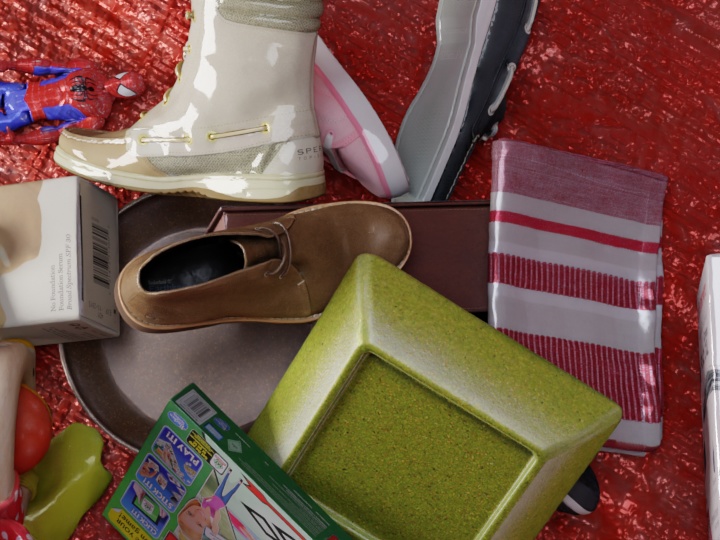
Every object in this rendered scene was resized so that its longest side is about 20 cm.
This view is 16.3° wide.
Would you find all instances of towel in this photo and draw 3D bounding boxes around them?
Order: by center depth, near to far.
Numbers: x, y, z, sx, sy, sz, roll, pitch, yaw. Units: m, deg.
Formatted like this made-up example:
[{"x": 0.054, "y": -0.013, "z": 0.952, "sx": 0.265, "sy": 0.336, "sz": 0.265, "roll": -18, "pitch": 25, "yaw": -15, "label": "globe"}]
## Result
[{"x": 0.147, "y": 0.019, "z": 1.695, "sx": 0.144, "sy": 0.023, "sz": 0.201, "roll": 10, "pitch": 76, "yaw": -31, "label": "towel"}]

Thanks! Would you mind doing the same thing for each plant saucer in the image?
[{"x": 0.036, "y": 0.118, "z": 1.634, "sx": 0.200, "sy": 0.048, "sz": 0.200, "roll": 32, "pitch": 123, "yaw": 0, "label": "plant saucer"}, {"x": -0.108, "y": 0.039, "z": 1.745, "sx": 0.200, "sy": 0.037, "sz": 0.201, "roll": -1, "pitch": 77, "yaw": 5, "label": "plant saucer"}]

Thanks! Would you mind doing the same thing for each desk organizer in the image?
[{"x": 0.000, "y": 0.000, "z": 1.696, "sx": 0.199, "sy": 0.072, "sz": 0.077, "roll": -2, "pitch": 76, "yaw": -13, "label": "desk organizer"}]

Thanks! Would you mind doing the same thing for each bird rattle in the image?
[{"x": -0.241, "y": 0.130, "z": 1.652, "sx": 0.112, "sy": 0.200, "sz": 0.164, "roll": 2, "pitch": 102, "yaw": 9, "label": "bird rattle"}]

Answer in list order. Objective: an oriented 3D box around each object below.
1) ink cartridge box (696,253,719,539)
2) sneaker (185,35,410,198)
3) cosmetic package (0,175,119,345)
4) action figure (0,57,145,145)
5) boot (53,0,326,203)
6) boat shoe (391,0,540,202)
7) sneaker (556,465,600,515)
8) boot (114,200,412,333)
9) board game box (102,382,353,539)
[{"x": 0.268, "y": 0.097, "z": 1.646, "sx": 0.084, "sy": 0.145, "sz": 0.201, "roll": -2, "pitch": 77, "yaw": 4, "label": "ink cartridge box"}, {"x": -0.051, "y": -0.108, "z": 1.748, "sx": 0.105, "sy": 0.075, "sz": 0.200, "roll": -33, "pitch": 65, "yaw": -4, "label": "sneaker"}, {"x": -0.269, "y": 0.001, "z": 1.725, "sx": 0.199, "sy": 0.071, "sz": 0.106, "roll": -8, "pitch": 76, "yaw": 17, "label": "cosmetic package"}, {"x": -0.251, "y": -0.116, "z": 1.786, "sx": 0.199, "sy": 0.052, "sz": 0.066, "roll": -10, "pitch": 73, "yaw": 0, "label": "action figure"}, {"x": -0.114, "y": -0.129, "z": 1.690, "sx": 0.199, "sy": 0.072, "sz": 0.155, "roll": 6, "pitch": 102, "yaw": 24, "label": "boot"}, {"x": 0.077, "y": -0.124, "z": 1.750, "sx": 0.060, "sy": 0.076, "sz": 0.201, "roll": 17, "pitch": 95, "yaw": -30, "label": "boat shoe"}, {"x": 0.065, "y": 0.129, "z": 1.707, "sx": 0.200, "sy": 0.072, "sz": 0.083, "roll": 26, "pitch": 105, "yaw": 10, "label": "sneaker"}, {"x": -0.055, "y": -0.004, "z": 1.610, "sx": 0.199, "sy": 0.075, "sz": 0.074, "roll": -13, "pitch": 80, "yaw": -16, "label": "boot"}, {"x": -0.073, "y": 0.187, "z": 1.668, "sx": 0.200, "sy": 0.135, "sz": 0.029, "roll": 43, "pitch": 42, "yaw": 12, "label": "board game box"}]
